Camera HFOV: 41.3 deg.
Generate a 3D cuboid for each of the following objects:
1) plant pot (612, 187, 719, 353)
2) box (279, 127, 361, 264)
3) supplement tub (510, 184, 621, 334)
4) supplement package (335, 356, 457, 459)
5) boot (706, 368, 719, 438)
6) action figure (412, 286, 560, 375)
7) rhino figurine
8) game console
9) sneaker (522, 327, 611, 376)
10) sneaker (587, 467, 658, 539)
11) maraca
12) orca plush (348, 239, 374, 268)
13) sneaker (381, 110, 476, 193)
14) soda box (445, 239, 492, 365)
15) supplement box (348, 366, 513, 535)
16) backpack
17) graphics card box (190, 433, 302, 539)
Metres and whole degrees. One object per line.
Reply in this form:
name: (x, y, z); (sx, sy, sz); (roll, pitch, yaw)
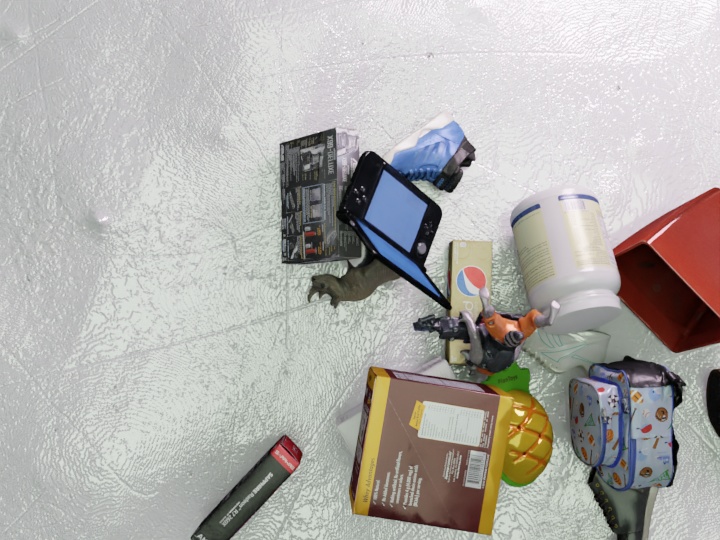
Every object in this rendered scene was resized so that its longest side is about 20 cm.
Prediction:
plant pot: (0.525, -0.011, 1.505); (0.176, 0.200, 0.200); (-44, 89, -16)
box: (-0.065, -0.114, 1.508); (0.049, 0.157, 0.202); (1, 86, -39)
supplement tub: (0.322, -0.015, 1.491); (0.144, 0.145, 0.202); (-9, 69, -2)
supplement package: (0.073, 0.239, 1.508); (0.199, 0.121, 0.120); (-31, 89, -3)
boot: (0.630, 0.246, 1.552); (0.096, 0.075, 0.202); (-16, 95, -14)
action figure: (0.184, 0.101, 1.421); (0.198, 0.194, 0.105); (-1, 58, -11)
rhino figurine: (0.000, 0.000, 1.550); (0.199, 0.060, 0.088); (-31, 84, -1)
game console: (0.072, -0.061, 1.439); (0.200, 0.116, 0.177); (35, 70, -39)
sneaker: (0.304, 0.125, 1.545); (0.198, 0.070, 0.081); (10, 90, -1)
sneaker: (0.408, 0.395, 1.537); (0.105, 0.075, 0.202); (16, 78, 4)
maraca: (0.243, 0.241, 1.514); (0.136, 0.107, 0.202); (-11, 89, -41)
orca plush: (-0.008, -0.094, 1.532); (0.106, 0.071, 0.201); (-57, 48, 33)
sneaker: (0.103, -0.162, 1.537); (0.200, 0.077, 0.111); (-38, 86, -25)
soda box: (0.175, 0.053, 1.549); (0.067, 0.064, 0.202); (2, 86, -1)
supplement box: (0.097, 0.256, 1.381); (0.198, 0.133, 0.199); (10, 90, -3)
backpack: (0.405, 0.238, 1.456); (0.153, 0.200, 0.192); (-10, 91, -1)
graphics card box: (-0.174, 0.351, 1.495); (0.051, 0.125, 0.200); (45, 86, 1)
